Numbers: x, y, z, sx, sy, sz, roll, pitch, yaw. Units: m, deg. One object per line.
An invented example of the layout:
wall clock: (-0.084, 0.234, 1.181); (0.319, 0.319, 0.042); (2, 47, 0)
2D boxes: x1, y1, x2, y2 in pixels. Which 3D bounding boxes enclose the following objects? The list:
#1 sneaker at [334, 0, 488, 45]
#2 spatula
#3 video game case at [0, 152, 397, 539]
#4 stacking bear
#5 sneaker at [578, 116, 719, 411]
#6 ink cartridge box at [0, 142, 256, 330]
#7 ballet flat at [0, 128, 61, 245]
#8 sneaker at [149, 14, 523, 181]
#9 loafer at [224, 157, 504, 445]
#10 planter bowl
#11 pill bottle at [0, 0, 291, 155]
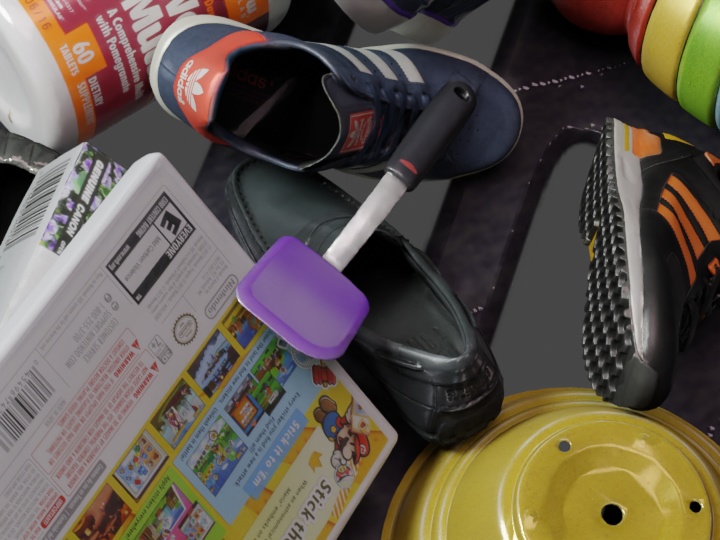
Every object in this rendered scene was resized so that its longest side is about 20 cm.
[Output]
sneaker: (0.046, -0.189, 1.164); (0.146, 0.200, 0.081); (-44, 74, 13)
spatula: (0.008, -0.030, 1.104); (0.056, 0.021, 0.200); (40, 52, -3)
video game case: (-0.085, 0.079, 1.016); (0.182, 0.023, 0.200); (50, 50, -20)
stacking bear: (0.188, -0.136, 1.236); (0.199, 0.122, 0.114); (28, 54, 21)
sneaker: (0.158, -0.004, 1.150); (0.089, 0.070, 0.201); (10, 36, -5)
ink cartridge box: (-0.079, 0.043, 1.082); (0.200, 0.050, 0.109); (36, 56, -23)
ballet flat: (-0.148, -0.014, 1.151); (0.199, 0.067, 0.057); (31, 21, 10)
sneaker: (-0.002, -0.075, 1.164); (0.199, 0.075, 0.085); (6, 17, -22)
loafer: (0.000, 0.000, 1.145); (0.068, 0.071, 0.201); (-31, 54, -18)
planter bowl: (0.111, 0.127, 1.092); (0.199, 0.084, 0.201); (2, 60, -4)
pill bottle: (-0.105, -0.151, 1.210); (0.200, 0.110, 0.110); (-33, 69, -20)
